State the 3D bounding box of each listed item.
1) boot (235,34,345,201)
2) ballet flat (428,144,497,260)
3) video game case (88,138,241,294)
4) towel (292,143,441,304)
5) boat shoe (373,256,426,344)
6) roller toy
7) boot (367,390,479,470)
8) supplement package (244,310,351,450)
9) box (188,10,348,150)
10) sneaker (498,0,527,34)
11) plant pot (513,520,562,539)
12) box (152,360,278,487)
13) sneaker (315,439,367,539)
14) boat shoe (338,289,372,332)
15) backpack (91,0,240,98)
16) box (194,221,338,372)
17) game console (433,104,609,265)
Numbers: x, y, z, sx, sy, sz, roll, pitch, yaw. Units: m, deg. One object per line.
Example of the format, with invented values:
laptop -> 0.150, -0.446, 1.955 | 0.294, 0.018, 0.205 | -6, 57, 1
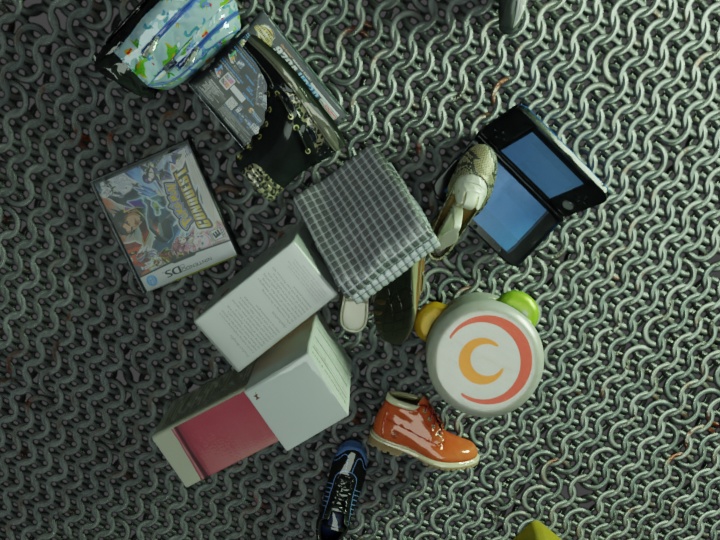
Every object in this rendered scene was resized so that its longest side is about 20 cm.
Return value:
boot -> -0.137, -0.218, 0.977 | 0.153, 0.074, 0.204 | -38, 103, 12
ballet flat -> 0.153, -0.092, 1.020 | 0.067, 0.076, 0.201 | 23, 128, -3
video game case -> -0.315, -0.085, 1.088 | 0.178, 0.026, 0.202 | -21, 104, 6
towel -> 0.003, -0.076, 1.006 | 0.165, 0.085, 0.201 | -37, 62, 11
boat shoe -> 0.073, 0.021, 1.081 | 0.075, 0.074, 0.203 | 19, 116, 27
roller toy -> 0.193, 0.132, 1.082 | 0.197, 0.140, 0.185 | -11, 94, 6
boot -> 0.121, 0.276, 1.159 | 0.197, 0.075, 0.109 | 17, 100, -3
supplement package -> -0.091, 0.166, 1.063 | 0.116, 0.200, 0.118 | -30, 103, 9
box -> -0.139, -0.262, 1.026 | 0.158, 0.046, 0.200 | -40, 101, 10
sneaker -> 0.199, -0.444, 0.965 | 0.083, 0.074, 0.204 | 0, 97, 7
plant pot -> 0.334, 0.620, 1.195 | 0.199, 0.177, 0.200 | 39, 103, -10
box -> -0.224, 0.249, 1.125 | 0.198, 0.128, 0.110 | -28, 104, 9
sneaker -> -0.033, 0.406, 1.191 | 0.069, 0.078, 0.203 | 13, 106, -3
boat shoe -> 0.000, 0.000, 1.098 | 0.066, 0.057, 0.203 | 11, 100, -4
backpack -> -0.267, -0.341, 0.960 | 0.153, 0.163, 0.201 | 31, 97, -16
box -> -0.139, 0.036, 1.053 | 0.199, 0.152, 0.107 | -38, 102, 11
game console -> 0.241, -0.122, 1.024 | 0.199, 0.170, 0.119 | 41, 70, -10
